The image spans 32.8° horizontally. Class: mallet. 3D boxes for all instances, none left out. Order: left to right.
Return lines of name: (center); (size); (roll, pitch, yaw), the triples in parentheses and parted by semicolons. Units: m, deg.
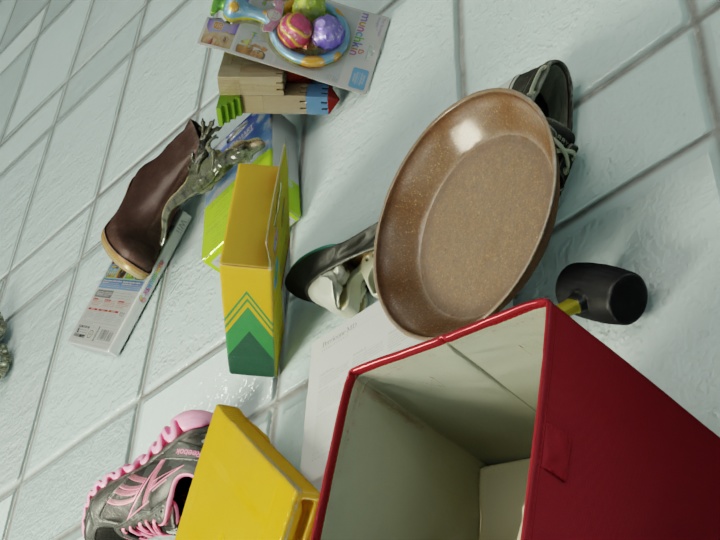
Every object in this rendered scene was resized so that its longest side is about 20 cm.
mallet: (0.103, 0.042, 0.851); (0.198, 0.042, 0.066); (-21, 16, -17)

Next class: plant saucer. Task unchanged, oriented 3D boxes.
plant saucer: (0.086, -0.039, 0.932); (0.200, 0.036, 0.202); (-30, 50, 43)

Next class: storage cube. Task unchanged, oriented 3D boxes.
storage cube: (0.094, 0.152, 0.717); (0.170, 0.179, 0.202); (-24, 41, 42)

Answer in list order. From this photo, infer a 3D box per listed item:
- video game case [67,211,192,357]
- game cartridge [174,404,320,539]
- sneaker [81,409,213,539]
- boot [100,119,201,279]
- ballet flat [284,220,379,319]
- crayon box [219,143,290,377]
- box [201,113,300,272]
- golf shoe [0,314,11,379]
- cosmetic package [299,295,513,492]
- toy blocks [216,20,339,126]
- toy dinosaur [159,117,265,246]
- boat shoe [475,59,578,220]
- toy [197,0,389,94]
video game case: (-0.299, 0.013, 1.576); (0.143, 0.018, 0.202); (3, 63, 57)
game cartridge: (-0.104, 0.228, 1.027); (0.200, 0.032, 0.178); (31, 105, 62)
sneaker: (-0.196, 0.226, 1.177); (0.200, 0.079, 0.096); (-45, 43, 20)
boot: (-0.248, -0.094, 1.516); (0.167, 0.072, 0.201); (-49, 26, 16)
ballet flat: (0.000, 0.000, 1.116); (0.199, 0.068, 0.069); (-30, 47, 38)
crayon box: (-0.097, -0.009, 1.155); (0.201, 0.050, 0.128); (93, -178, -49)
box: (-0.127, -0.098, 1.408); (0.122, 0.048, 0.201); (-39, 33, 25)
golf shoe: (-0.562, 0.139, 1.797); (0.098, 0.078, 0.200); (-64, 21, 20)
cosmetic package: (0.037, 0.086, 0.990); (0.199, 0.051, 0.152); (-33, 39, 34)
toy blocks: (-0.087, -0.249, 1.430); (0.135, 0.101, 0.201); (1, 44, 5)
toy dinosaur: (-0.184, -0.117, 1.423); (0.200, 0.047, 0.089); (-39, 39, 37)
boat shoe: (0.141, -0.099, 1.003); (0.063, 0.070, 0.202); (-30, 37, 38)
toy: (-0.073, -0.280, 1.373); (0.047, 0.198, 0.116); (100, -174, -62)
